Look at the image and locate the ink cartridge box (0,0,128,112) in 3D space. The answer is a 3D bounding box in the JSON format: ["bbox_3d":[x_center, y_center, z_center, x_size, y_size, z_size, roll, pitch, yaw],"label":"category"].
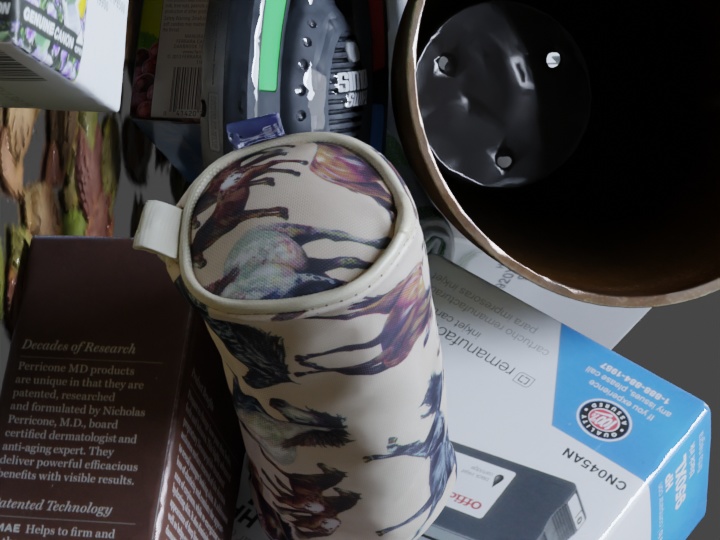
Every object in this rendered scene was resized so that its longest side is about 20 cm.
[{"bbox_3d":[-0.106,-0.159,0.747,0.109,0.050,0.201,35,59,-77],"label":"ink cartridge box"}]

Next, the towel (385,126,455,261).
[{"bbox_3d":[0.000,0.000,1.116,0.200,0.031,0.150,-113,-145,-60],"label":"towel"}]

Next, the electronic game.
[{"bbox_3d":[-0.020,-0.069,0.917,0.200,0.041,0.201,3,90,-75],"label":"electronic game"}]

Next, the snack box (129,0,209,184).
[{"bbox_3d":[-0.042,-0.137,1.042,0.169,0.067,0.201,51,42,-73],"label":"snack box"}]

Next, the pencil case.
[{"bbox_3d":[-0.015,0.033,0.812,0.200,0.089,0.078,78,27,-56],"label":"pencil case"}]

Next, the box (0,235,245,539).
[{"bbox_3d":[-0.092,0.097,0.835,0.100,0.075,0.201,69,28,-62],"label":"box"}]

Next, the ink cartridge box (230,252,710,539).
[{"bbox_3d":[0.027,0.110,0.930,0.200,0.144,0.084,-47,151,-27],"label":"ink cartridge box"}]

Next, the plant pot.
[{"bbox_3d":[0.087,-0.080,1.006,0.200,0.186,0.188,-177,-90,-77],"label":"plant pot"}]

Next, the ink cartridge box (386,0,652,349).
[{"bbox_3d":[0.064,-0.057,1.207,0.147,0.144,0.201,124,-31,-55],"label":"ink cartridge box"}]
